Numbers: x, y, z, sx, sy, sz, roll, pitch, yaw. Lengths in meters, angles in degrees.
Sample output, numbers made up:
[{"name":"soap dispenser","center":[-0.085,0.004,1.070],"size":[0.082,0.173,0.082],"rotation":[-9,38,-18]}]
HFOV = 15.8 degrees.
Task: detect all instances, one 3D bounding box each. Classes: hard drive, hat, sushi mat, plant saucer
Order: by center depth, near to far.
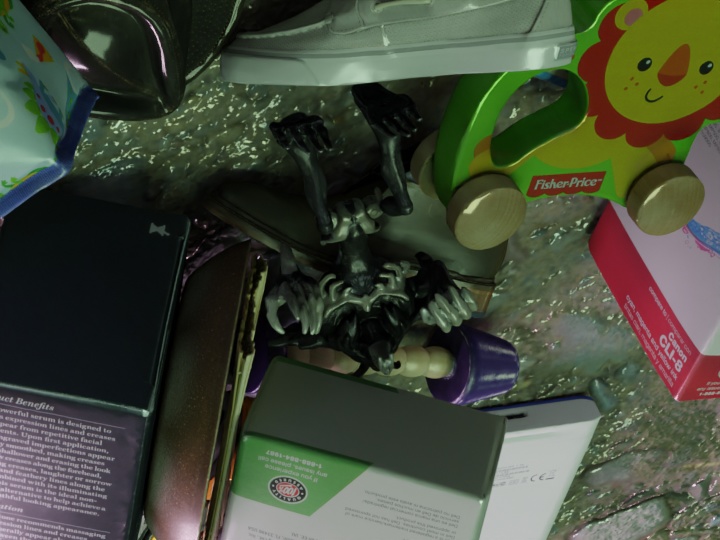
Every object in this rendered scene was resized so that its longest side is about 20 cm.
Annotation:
[{"name":"hat","center":[-0.131,-0.126,1.337],"size":[0.200,0.081,0.201],"rotation":[-17,143,-13]},{"name":"plant saucer","center":[-0.097,0.077,1.514],"size":[0.037,0.201,0.201],"rotation":[11,137,-2]},{"name":"sushi mat","center":[-0.076,0.093,1.515],"size":[0.012,0.096,0.200],"rotation":[11,128,-2]},{"name":"hard drive","center":[0.085,0.170,1.875],"size":[0.132,0.025,0.200],"rotation":[-7,140,-23]}]

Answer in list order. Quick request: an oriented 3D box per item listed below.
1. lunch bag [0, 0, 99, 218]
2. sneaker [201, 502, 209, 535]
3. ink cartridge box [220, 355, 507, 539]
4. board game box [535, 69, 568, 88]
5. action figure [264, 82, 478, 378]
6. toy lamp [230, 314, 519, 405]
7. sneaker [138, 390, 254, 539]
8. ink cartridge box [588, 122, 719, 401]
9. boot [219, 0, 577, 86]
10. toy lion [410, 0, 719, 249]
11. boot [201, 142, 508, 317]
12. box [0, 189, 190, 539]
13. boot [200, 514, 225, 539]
[{"name":"lunch bag","center":[-0.258,-0.075,1.248],"size":[0.200,0.127,0.170],"rotation":[-32,108,18]},{"name":"sneaker","center":[-0.031,0.189,1.756],"size":[0.200,0.113,0.071],"rotation":[-26,144,2]},{"name":"ink cartridge box","center":[-0.007,0.166,1.523],"size":[0.145,0.088,0.200],"rotation":[14,124,4]},{"name":"board game box","center":[0.137,-0.167,1.482],"size":[0.200,0.034,0.134],"rotation":[17,127,-42]},{"name":"action figure","center":[0.000,0.000,1.459],"size":[0.119,0.102,0.200],"rotation":[-11,126,-2]},{"name":"toy lamp","center":[0.013,0.059,1.671],"size":[0.200,0.058,0.058],"rotation":[4,135,-31]},{"name":"sneaker","center":[-0.150,0.137,1.667],"size":[0.077,0.078,0.200],"rotation":[30,115,-33]},{"name":"ink cartridge box","center":[0.263,-0.040,1.620],"size":[0.145,0.145,0.200],"rotation":[-3,137,-27]},{"name":"boot","center":[0.017,-0.152,1.404],"size":[0.200,0.096,0.074],"rotation":[-3,-172,15]},{"name":"toy lion","center":[0.146,-0.110,1.483],"size":[0.200,0.069,0.192],"rotation":[-5,132,-28]},{"name":"boot","center":[0.005,-0.045,1.551],"size":[0.200,0.075,0.097],"rotation":[17,101,-29]},{"name":"box","center":[-0.168,0.078,1.486],"size":[0.107,0.149,0.200],"rotation":[11,136,-2]},{"name":"boot","center":[-0.011,0.128,1.646],"size":[0.200,0.151,0.073],"rotation":[-31,105,27]}]
